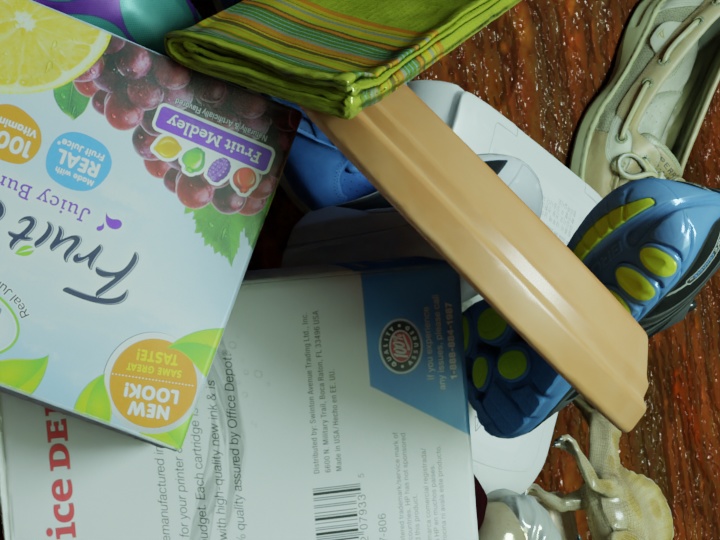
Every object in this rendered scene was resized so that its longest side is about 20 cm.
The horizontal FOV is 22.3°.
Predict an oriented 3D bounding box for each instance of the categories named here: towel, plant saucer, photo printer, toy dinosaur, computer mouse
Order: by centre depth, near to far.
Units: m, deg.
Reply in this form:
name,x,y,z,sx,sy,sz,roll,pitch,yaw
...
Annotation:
name,x,y,z,sx,sy,sz,roll,pitch,yaw
plant saucer,0.050,-0.017,0.750,0.037,0.200,0.200,-45,131,4
towel,0.009,-0.114,0.753,0.200,0.086,0.018,-40,143,-50
computer mouse,0.000,0.000,0.871,0.199,0.044,0.110,-20,128,-7
photo printer,0.053,0.022,0.997,0.166,0.069,0.201,31,68,-44
toy dinosaur,0.146,0.159,1.037,0.101,0.058,0.201,-10,84,-41

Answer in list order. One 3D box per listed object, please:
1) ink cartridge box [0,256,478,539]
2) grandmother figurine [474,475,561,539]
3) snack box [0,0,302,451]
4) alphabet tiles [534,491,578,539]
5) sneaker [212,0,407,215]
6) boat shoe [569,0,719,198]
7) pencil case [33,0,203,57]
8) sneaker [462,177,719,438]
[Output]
name,x,y,z,sx,sy,sz,roll,pitch,yaw
ink cartridge box,-0.057,0.074,0.792,0.199,0.084,0.145,-5,94,-12
grandmother figurine,0.015,0.127,0.925,0.199,0.121,0.061,15,60,-29
snack box,-0.140,-0.031,0.705,0.199,0.053,0.143,21,84,-11
alphabet tiles,0.098,0.228,1.027,0.195,0.015,0.201,-4,80,-39
sneaker,-0.008,-0.093,0.865,0.076,0.111,0.201,-27,100,-16
boat shoe,0.188,-0.090,1.152,0.073,0.063,0.201,46,58,-38
pencil case,-0.140,-0.128,0.767,0.200,0.092,0.085,54,9,-33
sneaker,0.113,0.022,0.872,0.082,0.200,0.071,-6,64,-36
